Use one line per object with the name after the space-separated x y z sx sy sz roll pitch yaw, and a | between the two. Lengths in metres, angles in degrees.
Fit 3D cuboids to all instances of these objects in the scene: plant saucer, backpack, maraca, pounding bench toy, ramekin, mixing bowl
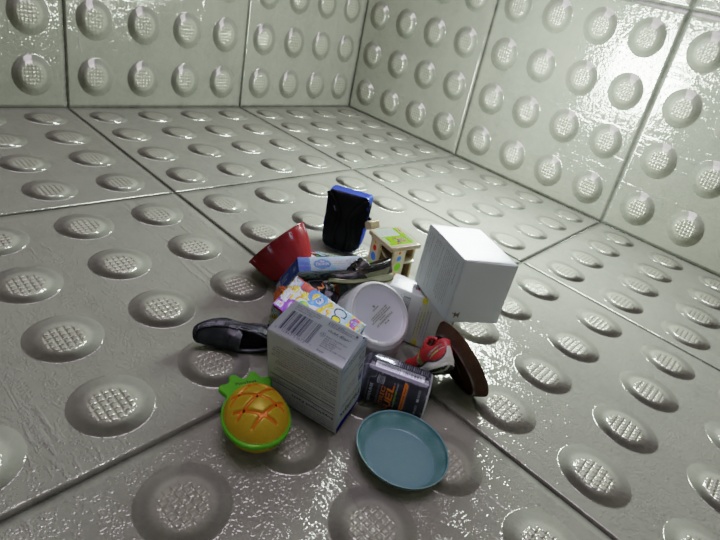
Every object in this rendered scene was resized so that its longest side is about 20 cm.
0.082 0.368 1.080 0.192 0.037 0.202 11 28 -6 | plant saucer
-0.040 -0.173 1.837 0.156 0.208 0.168 15 17 9 | backpack
0.235 0.221 1.286 0.034 0.204 0.201 -29 41 -11 | plant saucer
-0.208 0.269 1.041 0.132 0.111 0.201 -2 31 -27 | maraca
0.075 -0.052 1.712 0.121 0.161 0.200 -8 34 -34 | pounding bench toy
0.031 0.123 1.331 0.195 0.094 0.210 10 63 -19 | ramekin
-0.214 -0.038 1.549 0.110 0.198 0.200 54 33 -2 | mixing bowl

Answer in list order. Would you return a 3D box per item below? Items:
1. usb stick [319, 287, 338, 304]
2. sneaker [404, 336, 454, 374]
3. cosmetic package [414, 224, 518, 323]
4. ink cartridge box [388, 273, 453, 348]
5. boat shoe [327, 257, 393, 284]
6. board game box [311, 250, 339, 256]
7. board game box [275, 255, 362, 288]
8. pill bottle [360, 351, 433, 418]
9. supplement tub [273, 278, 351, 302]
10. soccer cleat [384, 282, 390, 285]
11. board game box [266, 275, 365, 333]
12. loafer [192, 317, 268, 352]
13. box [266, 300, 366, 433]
-0.103 0.140 1.299 0.054 0.033 0.206 19 63 -4 | usb stick
0.166 0.203 1.279 0.074 0.089 0.199 6 -17 -22 | sneaker
0.262 0.007 1.364 0.160 0.173 0.201 4 28 -23 | cosmetic package
0.159 0.120 1.453 0.193 0.150 0.084 21 27 11 | ink cartridge box
0.001 0.000 1.390 0.194 0.069 0.071 -4 3 -32 | boat shoe
-0.076 -0.012 1.651 0.193 0.036 0.126 12 18 -28 | board game box
-0.115 0.017 1.473 0.192 0.199 0.045 -1 70 -28 | board game box
0.059 0.251 1.206 0.193 0.110 0.107 18 27 8 | pill bottle
-0.123 0.087 1.400 0.193 0.127 0.123 -3 31 -28 | supplement tub
0.059 0.070 1.559 0.193 0.089 0.070 0 30 -25 | soccer cleat
-0.102 0.130 1.215 0.196 0.106 0.104 34 49 8 | board game box
-0.293 0.155 1.251 0.193 0.071 0.071 7 18 -22 | loafer
-0.093 0.200 1.108 0.179 0.205 0.105 24 41 20 | box
